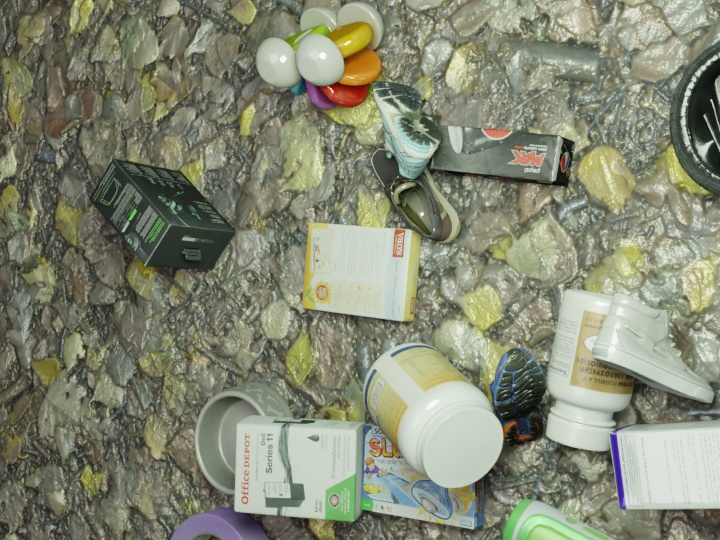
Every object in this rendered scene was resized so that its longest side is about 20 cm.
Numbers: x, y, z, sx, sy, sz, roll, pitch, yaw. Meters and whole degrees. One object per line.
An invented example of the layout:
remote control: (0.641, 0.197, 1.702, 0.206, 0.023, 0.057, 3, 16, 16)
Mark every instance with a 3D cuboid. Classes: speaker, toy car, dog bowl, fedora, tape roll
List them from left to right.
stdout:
tape roll: (-0.242, 0.517, 1.678, 0.199, 0.066, 0.201, -2, 86, 33)
dog bowl: (-0.203, 0.293, 1.666, 0.199, 0.059, 0.201, -2, 86, 33)
toy car: (-0.053, -0.329, 1.549, 0.199, 0.175, 0.150, 6, 130, 40)
speaker: (0.296, 0.389, 1.319, 0.199, 0.088, 0.089, 23, 100, 32)
fedora: (0.486, -0.188, 1.213, 0.200, 0.091, 0.202, -2, 87, 33)

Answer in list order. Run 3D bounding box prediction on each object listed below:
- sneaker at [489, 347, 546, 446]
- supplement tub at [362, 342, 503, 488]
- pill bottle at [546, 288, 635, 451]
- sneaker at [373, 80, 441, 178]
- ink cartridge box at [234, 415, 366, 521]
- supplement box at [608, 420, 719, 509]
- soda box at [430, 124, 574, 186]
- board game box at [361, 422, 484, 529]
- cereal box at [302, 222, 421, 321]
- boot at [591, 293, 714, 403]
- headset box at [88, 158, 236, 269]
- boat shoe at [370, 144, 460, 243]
sneaker: (0.207, 0.166, 1.340, 0.075, 0.200, 0.079, -18, 51, -8)
supplement tub: (0.101, 0.203, 1.378, 0.145, 0.144, 0.200, -67, 29, 12)
pill bottle: (0.311, 0.133, 1.301, 0.114, 0.114, 0.201, 13, 95, 33)
sneaker: (0.056, -0.217, 1.483, 0.200, 0.077, 0.087, -107, 29, -47)
ink cartridge box: (-0.096, 0.312, 1.542, 0.199, 0.083, 0.147, 1, 90, 13)
supplement box: (0.432, 0.243, 1.226, 0.199, 0.101, 0.104, -11, 82, 33)
soda box: (0.205, -0.168, 1.414, 0.199, 0.063, 0.071, 10, 94, 33)
board game box: (0.094, 0.310, 1.483, 0.199, 0.034, 0.136, 0, 88, 33)
cereal box: (0.000, 0.000, 1.555, 0.199, 0.039, 0.145, 7, 92, 33)
boot: (0.384, 0.098, 1.227, 0.073, 0.199, 0.096, 8, 76, 60)
headset box: (-0.341, -0.092, 1.703, 0.200, 0.174, 0.093, 45, 110, 25)
boat shoe: (0.076, -0.122, 1.495, 0.072, 0.065, 0.200, -46, 64, 25)
